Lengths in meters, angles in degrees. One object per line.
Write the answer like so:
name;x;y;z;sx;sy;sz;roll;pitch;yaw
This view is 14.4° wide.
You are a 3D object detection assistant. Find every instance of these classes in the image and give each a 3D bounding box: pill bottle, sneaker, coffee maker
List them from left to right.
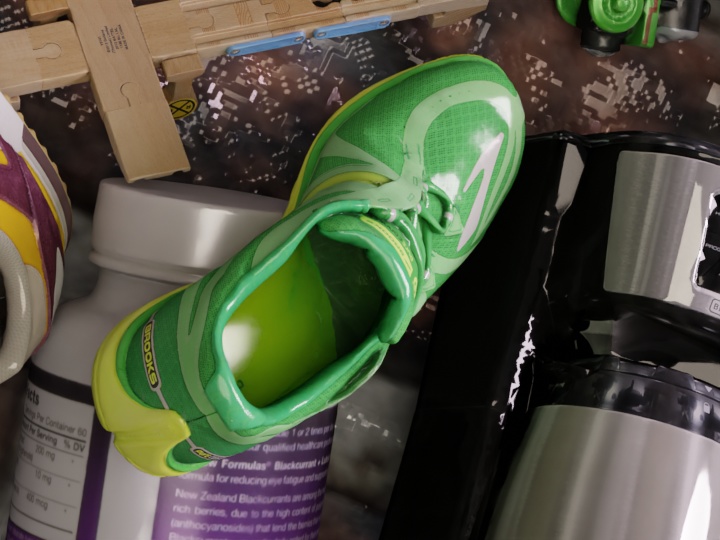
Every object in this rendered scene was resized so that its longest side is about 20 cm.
sneaker;-0.163;-0.050;0.930;0.075;0.090;0.200;-31;118;18
pill bottle;-0.067;0.072;1.013;0.111;0.111;0.200;8;96;-12
sneaker;0.000;0.000;0.938;0.200;0.084;0.074;-46;113;-33
coffee maker;0.068;0.057;1.019;0.135;0.192;0.200;33;67;-50

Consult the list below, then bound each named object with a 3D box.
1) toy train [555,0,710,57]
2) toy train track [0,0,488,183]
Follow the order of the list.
toy train;0.116;-0.177;1.055;0.056;0.042;0.200;6;96;-23
toy train track;-0.051;-0.084;1.034;0.200;0.033;0.115;-13;65;-16
